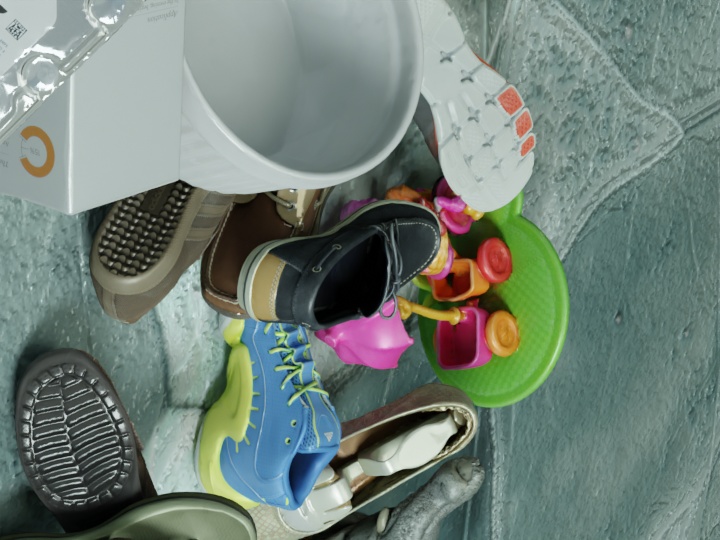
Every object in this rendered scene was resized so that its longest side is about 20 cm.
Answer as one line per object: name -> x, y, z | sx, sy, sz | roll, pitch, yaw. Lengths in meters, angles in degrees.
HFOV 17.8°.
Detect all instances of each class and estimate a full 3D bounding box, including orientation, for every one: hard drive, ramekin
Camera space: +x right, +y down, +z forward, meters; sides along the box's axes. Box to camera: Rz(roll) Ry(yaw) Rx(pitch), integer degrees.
hard drive -> -0.222, -0.127, 1.187 | 0.200, 0.038, 0.140 | -43, 114, 4
ramekin -> -0.068, -0.141, 1.412 | 0.200, 0.105, 0.201 | 11, 73, -38

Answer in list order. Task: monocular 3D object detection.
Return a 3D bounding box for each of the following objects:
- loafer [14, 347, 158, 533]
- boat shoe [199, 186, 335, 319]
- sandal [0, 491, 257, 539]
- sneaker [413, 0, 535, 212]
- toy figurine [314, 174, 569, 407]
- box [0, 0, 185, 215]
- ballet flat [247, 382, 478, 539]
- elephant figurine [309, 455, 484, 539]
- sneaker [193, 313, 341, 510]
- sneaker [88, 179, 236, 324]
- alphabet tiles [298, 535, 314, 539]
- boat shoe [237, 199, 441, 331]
loafer -> -0.174, 0.130, 1.485 | 0.073, 0.071, 0.201 | -16, 119, -1
boat shoe -> -0.055, -0.060, 1.542 | 0.072, 0.075, 0.201 | 82, 28, -59
sandal -> -0.160, 0.196, 1.444 | 0.200, 0.057, 0.080 | -12, 120, -13
sneaker -> 0.061, -0.134, 1.654 | 0.077, 0.082, 0.200 | -33, 121, -6
toy figurine -> 0.037, 0.000, 1.682 | 0.184, 0.150, 0.201 | 3, 80, -46
box -> -0.174, -0.149, 1.292 | 0.097, 0.124, 0.201 | -21, 122, -50
ballet flat -> -0.005, 0.139, 1.642 | 0.199, 0.062, 0.068 | -31, 106, -9
elephant figurine -> 0.006, 0.232, 1.691 | 0.200, 0.155, 0.142 | -46, 125, -21
sneaker -> -0.047, 0.074, 1.592 | 0.076, 0.105, 0.201 | -2, 107, -55
sneaker -> -0.115, -0.052, 1.492 | 0.200, 0.070, 0.076 | -54, 167, -29
alphabet tiles -> -0.064, 0.224, 1.724 | 0.166, 0.006, 0.201 | -28, 126, -46
boat shoe -> 0.000, 0.000, 1.531 | 0.200, 0.062, 0.075 | -17, 119, -53
